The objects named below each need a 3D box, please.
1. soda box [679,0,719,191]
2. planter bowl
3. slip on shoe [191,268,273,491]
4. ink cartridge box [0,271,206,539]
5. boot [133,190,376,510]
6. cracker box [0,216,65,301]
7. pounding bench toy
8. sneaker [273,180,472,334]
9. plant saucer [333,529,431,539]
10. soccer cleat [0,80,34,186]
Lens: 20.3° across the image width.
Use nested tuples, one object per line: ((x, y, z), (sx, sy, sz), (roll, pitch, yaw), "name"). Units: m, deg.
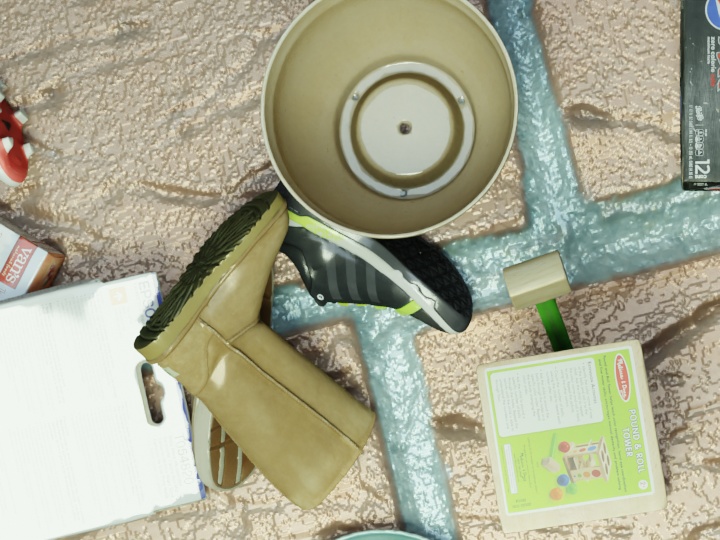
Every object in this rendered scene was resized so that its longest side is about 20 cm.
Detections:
((0.289, -0.165, 1.597), (0.070, 0.063, 0.202), (0, 87, 7), "soda box")
((0.029, -0.120, 1.594), (0.198, 0.135, 0.202), (-1, 86, 7), "planter bowl")
((-0.114, 0.076, 1.640), (0.060, 0.076, 0.202), (5, 95, 46), "slip on shoe")
((-0.241, 0.114, 1.633), (0.198, 0.041, 0.202), (-12, 98, -7), "ink cartridge box")
((-0.061, 0.062, 1.596), (0.200, 0.066, 0.175), (43, 83, -23), "boot")
((-0.365, -0.004, 1.679), (0.199, 0.058, 0.135), (30, 92, 9), "cracker box")
((0.159, 0.091, 1.550), (0.123, 0.156, 0.202), (-10, 85, 8), "pounding bench toy")
((0.000, 0.000, 1.636), (0.199, 0.072, 0.083), (36, 116, 9), "sneaker")
((0.020, 0.308, 1.615), (0.198, 0.036, 0.202), (0, 86, 7), "plant saucer")
((-0.345, -0.145, 1.686), (0.085, 0.069, 0.201), (-35, 79, 13), "soccer cleat")
